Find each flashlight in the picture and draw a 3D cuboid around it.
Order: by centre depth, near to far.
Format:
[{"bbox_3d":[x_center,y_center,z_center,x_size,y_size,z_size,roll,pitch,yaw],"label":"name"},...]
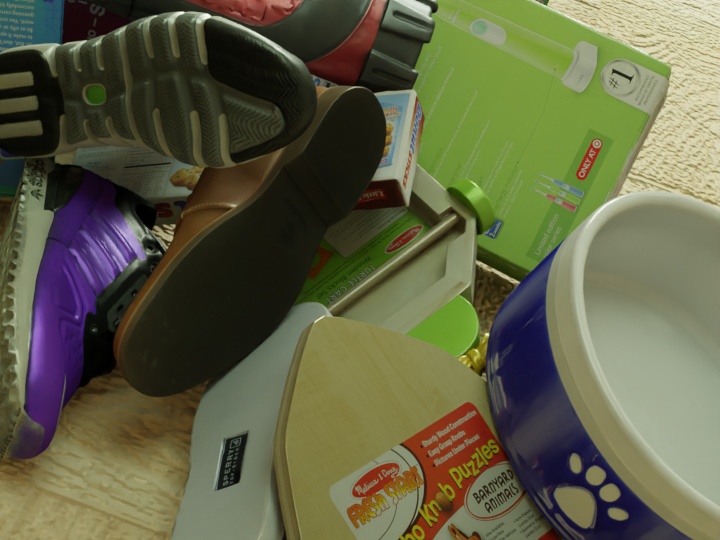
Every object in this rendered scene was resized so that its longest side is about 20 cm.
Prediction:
[{"bbox_3d":[-0.058,-0.155,0.996,0.199,0.068,0.068,21,71,-8],"label":"flashlight"}]

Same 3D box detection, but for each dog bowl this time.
[{"bbox_3d":[0.164,0.064,0.905,0.199,0.079,0.201,21,47,-24],"label":"dog bowl"}]

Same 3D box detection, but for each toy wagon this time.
[{"bbox_3d":[0.000,0.000,0.970,0.155,0.040,0.200,-36,59,-17],"label":"toy wagon"}]

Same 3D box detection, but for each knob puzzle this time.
[{"bbox_3d":[0.027,0.112,0.833,0.219,0.030,0.221,26,45,-29],"label":"knob puzzle"}]

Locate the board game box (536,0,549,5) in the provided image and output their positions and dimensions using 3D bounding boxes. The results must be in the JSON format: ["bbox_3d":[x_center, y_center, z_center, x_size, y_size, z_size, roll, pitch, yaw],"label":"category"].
[{"bbox_3d":[0.039,-0.257,1.411,0.134,0.029,0.200,-20,51,-43],"label":"board game box"}]

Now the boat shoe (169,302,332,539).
[{"bbox_3d":[-0.037,0.097,0.848,0.071,0.070,0.200,-20,31,20],"label":"boat shoe"}]

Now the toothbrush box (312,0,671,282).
[{"bbox_3d":[0.066,-0.092,1.074,0.199,0.146,0.086,26,-3,8],"label":"toothbrush box"}]

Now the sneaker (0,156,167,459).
[{"bbox_3d":[-0.134,0.017,0.896,0.099,0.070,0.201,16,38,-16],"label":"sneaker"}]

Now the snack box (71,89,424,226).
[{"bbox_3d":[-0.067,-0.060,0.988,0.199,0.024,0.072,-4,46,17],"label":"snack box"}]

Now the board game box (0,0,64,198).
[{"bbox_3d":[-0.237,-0.142,0.963,0.151,0.201,0.045,4,2,-25],"label":"board game box"}]

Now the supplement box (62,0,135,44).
[{"bbox_3d":[-0.171,-0.166,1.090,0.199,0.104,0.131,14,24,-9],"label":"supplement box"}]

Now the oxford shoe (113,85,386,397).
[{"bbox_3d":[-0.066,-0.017,0.901,0.071,0.072,0.200,11,51,39],"label":"oxford shoe"}]

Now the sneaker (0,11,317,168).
[{"bbox_3d":[-0.089,-0.099,0.920,0.199,0.076,0.115,4,15,30],"label":"sneaker"}]
